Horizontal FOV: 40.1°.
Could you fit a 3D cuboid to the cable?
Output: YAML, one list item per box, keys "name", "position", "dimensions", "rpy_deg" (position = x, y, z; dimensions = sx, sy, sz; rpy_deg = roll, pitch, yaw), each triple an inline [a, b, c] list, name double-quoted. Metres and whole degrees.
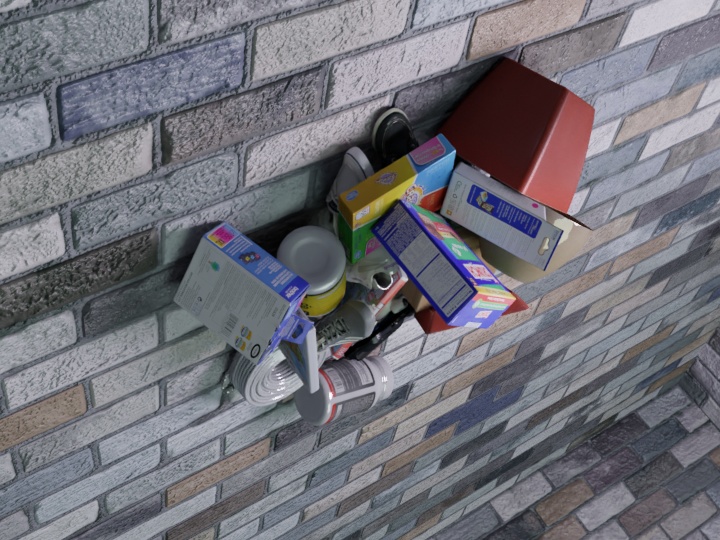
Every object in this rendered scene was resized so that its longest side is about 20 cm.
- name: "cable"
  position: [-0.149, 0.163, 1.821]
  dimensions: [0.198, 0.069, 0.202]
  rpy_deg: [-16, 144, -37]

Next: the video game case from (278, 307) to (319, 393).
- name: "video game case"
  position: [-0.126, 0.085, 1.613]
  dimensions: [0.022, 0.183, 0.201]
  rpy_deg: [-28, 151, -18]

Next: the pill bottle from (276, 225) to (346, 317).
- name: "pill bottle"
  position: [-0.079, 0.011, 1.622]
  dimensions: [0.111, 0.113, 0.200]
  rpy_deg: [-32, 165, -11]

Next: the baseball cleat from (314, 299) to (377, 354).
- name: "baseball cleat"
  position: [-0.049, 0.110, 1.673]
  dimensions: [0.106, 0.070, 0.200]
  rpy_deg: [-34, 180, -32]

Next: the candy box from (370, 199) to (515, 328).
- name: "candy box"
  position: [0.131, -0.007, 1.545]
  dimensions: [0.077, 0.201, 0.168]
  rpy_deg: [-45, 157, 16]

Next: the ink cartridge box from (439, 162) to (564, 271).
- name: "ink cartridge box"
  position: [0.226, -0.085, 1.567]
  dimensions: [0.037, 0.198, 0.095]
  rpy_deg: [-46, 161, -40]

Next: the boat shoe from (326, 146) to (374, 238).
- name: "boat shoe"
  position: [-0.020, -0.116, 1.575]
  dimensions: [0.069, 0.071, 0.201]
  rpy_deg: [-32, 158, -18]

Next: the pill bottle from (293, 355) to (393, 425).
- name: "pill bottle"
  position: [-0.032, 0.241, 2.029]
  dimensions: [0.198, 0.116, 0.117]
  rpy_deg: [-10, 141, -42]

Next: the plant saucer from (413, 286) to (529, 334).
- name: "plant saucer"
  position: [0.203, 0.064, 1.873]
  dimensions: [0.196, 0.037, 0.200]
  rpy_deg: [-14, -172, -2]

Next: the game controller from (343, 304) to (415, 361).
- name: "game controller"
  position: [0.045, 0.113, 1.944]
  dimensions: [0.104, 0.042, 0.200]
  rpy_deg: [-47, 174, 39]

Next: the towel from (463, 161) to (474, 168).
- name: "towel"
  position: [0.147, -0.109, 1.831]
  dimensions: [0.199, 0.024, 0.147]
  rpy_deg: [-39, 151, 1]

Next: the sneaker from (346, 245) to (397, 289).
- name: "sneaker"
  position: [0.000, 0.000, 1.694]
  dimensions: [0.074, 0.101, 0.200]
  rpy_deg: [-25, 175, -29]

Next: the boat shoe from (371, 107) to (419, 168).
- name: "boat shoe"
  position: [0.067, -0.180, 1.583]
  dimensions: [0.074, 0.066, 0.200]
  rpy_deg: [-32, 152, -14]

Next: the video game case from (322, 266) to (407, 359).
- name: "video game case"
  position: [0.004, 0.047, 1.774]
  dimensions: [0.017, 0.144, 0.201]
  rpy_deg: [31, 111, -26]

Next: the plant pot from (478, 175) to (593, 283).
- name: "plant pot"
  position: [0.279, -0.059, 1.686]
  dimensions: [0.199, 0.199, 0.136]
  rpy_deg: [11, 111, -55]

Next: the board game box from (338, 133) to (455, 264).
- name: "board game box"
  position: [0.055, -0.111, 1.550]
  dimensions: [0.198, 0.040, 0.154]
  rpy_deg: [-33, 156, -17]

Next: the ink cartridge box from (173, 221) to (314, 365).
- name: "ink cartridge box"
  position: [-0.167, 0.044, 1.477]
  dimensions: [0.137, 0.199, 0.076]
  rpy_deg: [-57, 172, 34]

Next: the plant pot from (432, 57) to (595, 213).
- name: "plant pot"
  position: [0.275, -0.233, 1.639]
  dimensions: [0.199, 0.199, 0.178]
  rpy_deg: [13, 110, -56]

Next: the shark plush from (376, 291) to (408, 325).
- name: "shark plush"
  position: [0.036, 0.074, 1.925]
  dimensions: [0.202, 0.090, 0.083]
  rpy_deg: [-60, 176, 26]

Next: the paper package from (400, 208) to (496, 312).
- name: "paper package"
  position: [0.170, -0.042, 1.822]
  dimensions: [0.198, 0.104, 0.192]
  rpy_deg: [-18, 145, -31]
